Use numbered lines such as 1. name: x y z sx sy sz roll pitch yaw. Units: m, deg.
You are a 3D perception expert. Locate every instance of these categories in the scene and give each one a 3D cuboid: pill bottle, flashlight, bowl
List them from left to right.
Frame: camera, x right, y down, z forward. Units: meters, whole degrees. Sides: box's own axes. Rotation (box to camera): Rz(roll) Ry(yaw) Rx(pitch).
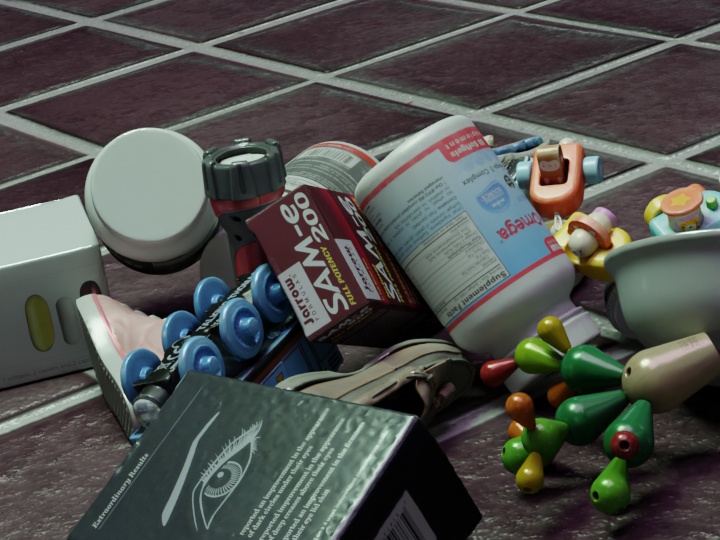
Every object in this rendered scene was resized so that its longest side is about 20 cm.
1. pill bottle: -0.174 -0.059 1.786 0.113 0.113 0.200 -11 -5 -4
2. flashlight: -0.079 -0.002 1.668 0.068 0.200 0.068 1 23 27
3. pill bottle: -0.054 -0.029 1.853 0.116 0.116 0.200 1 23 27
4. pill bottle: 0.092 -0.010 1.604 0.109 0.200 0.109 -35 -7 -5
5. bowl: 0.276 0.033 1.524 0.201 0.090 0.201 1 -11 0

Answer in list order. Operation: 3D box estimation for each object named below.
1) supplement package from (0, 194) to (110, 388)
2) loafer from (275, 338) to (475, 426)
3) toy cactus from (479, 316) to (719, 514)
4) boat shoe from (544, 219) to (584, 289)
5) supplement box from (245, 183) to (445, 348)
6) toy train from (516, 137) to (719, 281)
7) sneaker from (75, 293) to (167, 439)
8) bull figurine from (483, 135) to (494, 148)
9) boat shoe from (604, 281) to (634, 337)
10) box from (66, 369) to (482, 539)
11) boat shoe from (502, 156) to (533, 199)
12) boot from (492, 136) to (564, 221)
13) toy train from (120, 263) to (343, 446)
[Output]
1. supplement package: -0.322 0.026 1.834 0.200 0.111 0.156 -14 21 -10
2. loafer: 0.018 0.101 1.536 0.200 0.072 0.063 -12 31 -42
3. toy cactus: 0.166 0.084 1.453 0.165 0.102 0.200 -27 22 0
4. boat shoe: 0.142 -0.012 1.775 0.072 0.076 0.200 0 22 24
5. supplement box: 0.000 0.000 1.640 0.061 0.109 0.200 -34 -16 19
6. toy train: 0.209 -0.061 1.652 0.200 0.056 0.150 -1 51 22
7. sneaker: -0.160 0.069 1.695 0.105 0.075 0.200 -20 30 -13
8. bull figurine: 0.071 -0.080 2.008 0.121 0.065 0.200 -4 23 3
9. boat shoe: 0.287 -0.004 1.674 0.200 0.072 0.071 -13 24 -3
10. box: -0.054 0.159 1.300 0.200 0.104 0.148 9 53 41
11. boat shoe: 0.063 -0.038 1.763 0.200 0.071 0.072 -39 6 8
12. boot: 0.091 -0.059 1.895 0.200 0.096 0.074 -20 23 -26
13. toy train: -0.096 0.077 1.570 0.087 0.114 0.200 -13 22 36
